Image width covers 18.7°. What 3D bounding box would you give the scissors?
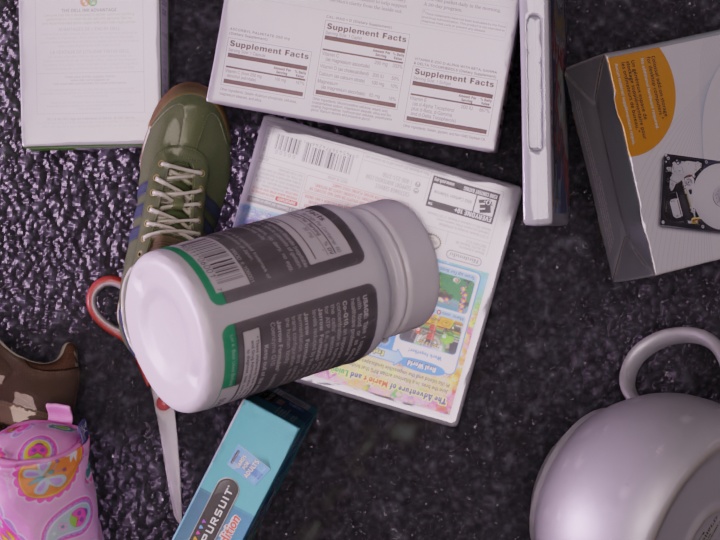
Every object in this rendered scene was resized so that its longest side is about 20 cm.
[{"bbox_3d":[-0.141,0.084,1.622,0.073,0.014,0.201,-22,88,2],"label":"scissors"}]

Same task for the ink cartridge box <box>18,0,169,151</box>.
[{"bbox_3d":[-0.194,-0.189,1.597,0.103,0.059,0.202,-1,92,2],"label":"ink cartridge box"}]

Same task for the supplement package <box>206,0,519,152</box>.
[{"bbox_3d":[0.008,-0.153,1.537,0.198,0.156,0.112,11,94,4],"label":"supplement package"}]

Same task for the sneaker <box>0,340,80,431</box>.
[{"bbox_3d":[-0.303,0.066,1.616,0.199,0.070,0.076,18,76,-2],"label":"sneaker"}]

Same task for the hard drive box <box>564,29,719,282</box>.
[{"bbox_3d":[0.260,-0.090,1.530,0.199,0.077,0.157,-14,91,-18],"label":"hard drive box"}]

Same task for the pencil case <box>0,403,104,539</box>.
[{"bbox_3d":[-0.217,0.201,1.571,0.087,0.088,0.202,-7,109,4],"label":"pencil case"}]

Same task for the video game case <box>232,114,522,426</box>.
[{"bbox_3d":[0.000,0.000,1.607,0.199,0.024,0.183,16,92,3],"label":"video game case"}]

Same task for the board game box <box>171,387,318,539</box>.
[{"bbox_3d":[-0.100,0.183,1.553,0.047,0.151,0.201,27,93,3],"label":"board game box"}]

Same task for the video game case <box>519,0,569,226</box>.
[{"bbox_3d":[0.128,-0.122,1.507,0.023,0.200,0.184,-1,91,8],"label":"video game case"}]

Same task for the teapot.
[{"bbox_3d":[0.189,0.163,1.539,0.146,0.199,0.199,25,123,39],"label":"teapot"}]

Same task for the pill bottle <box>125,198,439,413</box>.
[{"bbox_3d":[-0.051,0.019,1.502,0.199,0.113,0.114,-16,90,-33],"label":"pill bottle"}]

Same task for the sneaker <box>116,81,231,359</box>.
[{"bbox_3d":[-0.129,-0.025,1.547,0.067,0.090,0.202,10,107,-11],"label":"sneaker"}]
